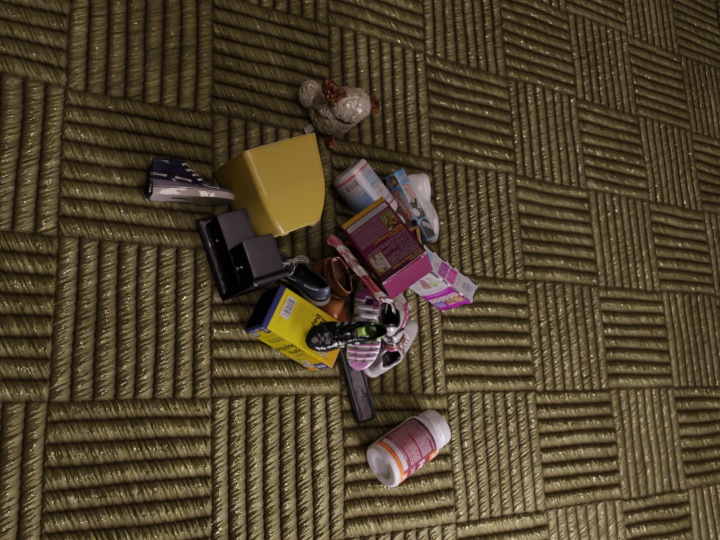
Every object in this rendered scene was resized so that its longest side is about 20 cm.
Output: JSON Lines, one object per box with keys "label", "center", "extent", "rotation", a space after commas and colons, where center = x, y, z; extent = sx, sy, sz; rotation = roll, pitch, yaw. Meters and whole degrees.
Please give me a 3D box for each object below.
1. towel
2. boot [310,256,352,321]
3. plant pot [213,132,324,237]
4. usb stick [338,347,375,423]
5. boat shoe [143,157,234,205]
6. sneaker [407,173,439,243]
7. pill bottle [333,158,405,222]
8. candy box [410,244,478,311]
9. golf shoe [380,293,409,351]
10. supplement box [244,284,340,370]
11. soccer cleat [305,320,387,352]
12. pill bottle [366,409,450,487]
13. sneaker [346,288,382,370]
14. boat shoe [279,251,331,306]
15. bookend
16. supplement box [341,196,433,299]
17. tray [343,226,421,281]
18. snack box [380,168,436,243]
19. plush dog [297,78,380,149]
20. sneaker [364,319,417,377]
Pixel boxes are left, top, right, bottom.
{"label": "towel", "center": [0.000, 0.000, 1.619], "extent": [0.023, 0.144, 0.200], "rotation": [-41, 81, 5]}
{"label": "boot", "center": [-0.057, 0.064, 1.631], "extent": [0.074, 0.154, 0.201], "rotation": [-35, 98, -33]}
{"label": "plant pot", "center": [-0.196, -0.183, 1.590], "extent": [0.194, 0.194, 0.202], "rotation": [-22, 95, -33]}
{"label": "usb stick", "center": [-0.010, 0.279, 1.684], "extent": [0.055, 0.033, 0.202], "rotation": [-14, 86, -26]}
{"label": "boat shoe", "center": [-0.385, -0.204, 1.534], "extent": [0.198, 0.075, 0.094], "rotation": [3, 77, -24]}
{"label": "sneaker", "center": [0.157, -0.168, 1.878], "extent": [0.088, 0.075, 0.202], "rotation": [-8, 77, -20]}
{"label": "pill bottle", "center": [0.026, -0.182, 1.767], "extent": [0.109, 0.108, 0.201], "rotation": [-44, 103, -31]}
{"label": "candy box", "center": [0.195, 0.023, 1.807], "extent": [0.199, 0.136, 0.061], "rotation": [35, 62, -21]}
{"label": "golf shoe", "center": [0.086, 0.105, 1.710], "extent": [0.072, 0.093, 0.201], "rotation": [-3, 38, 6]}
{"label": "supplement box", "center": [-0.148, 0.137, 1.585], "extent": [0.199, 0.109, 0.110], "rotation": [34, 63, -21]}
{"label": "soccer cleat", "center": [-0.030, 0.143, 1.544], "extent": [0.199, 0.081, 0.068], "rotation": [-5, 82, -33]}
{"label": "pill bottle", "center": [0.122, 0.435, 1.679], "extent": [0.199, 0.114, 0.115], "rotation": [-26, 93, -33]}
{"label": "sneaker", "center": [0.009, 0.150, 1.674], "extent": [0.080, 0.089, 0.202], "rotation": [10, 71, -5]}
{"label": "boat shoe", "center": [-0.147, 0.005, 1.590], "extent": [0.075, 0.062, 0.200], "rotation": [-28, 57, -36]}
{"label": "bookend", "center": [-0.265, -0.052, 1.505], "extent": [0.092, 0.200, 0.200], "rotation": [-18, 89, -33]}
{"label": "supplement box", "center": [0.065, -0.056, 1.637], "extent": [0.130, 0.103, 0.201], "rotation": [-34, 61, -1]}
{"label": "tray", "center": [0.058, -0.041, 1.716], "extent": [0.198, 0.037, 0.100], "rotation": [-12, 69, 11]}
{"label": "snack box", "center": [0.115, -0.161, 1.813], "extent": [0.037, 0.116, 0.201], "rotation": [-29, 94, -33]}
{"label": "plush dog", "center": [-0.047, -0.414, 1.738], "extent": [0.199, 0.171, 0.162], "rotation": [6, 76, -31]}
{"label": "sneaker", "center": [0.095, 0.197, 1.731], "extent": [0.076, 0.092, 0.200], "rotation": [52, 58, -12]}
